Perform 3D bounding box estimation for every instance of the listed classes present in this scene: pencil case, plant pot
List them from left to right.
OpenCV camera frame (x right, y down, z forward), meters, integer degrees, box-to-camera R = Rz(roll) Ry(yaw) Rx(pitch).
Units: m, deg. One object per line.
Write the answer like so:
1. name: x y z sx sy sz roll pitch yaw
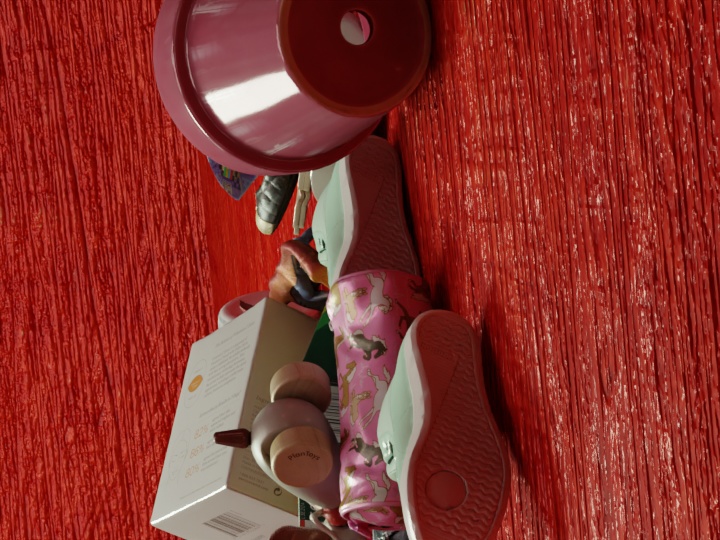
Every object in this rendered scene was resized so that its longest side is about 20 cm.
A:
1. plant pot: -0.041 -0.176 1.463 0.179 0.199 0.201 -179 83 -65
2. pencil case: 0.020 0.102 1.464 0.087 0.082 0.201 128 141 -62

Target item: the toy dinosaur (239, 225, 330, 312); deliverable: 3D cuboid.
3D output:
1. toy dinosaur: -0.053 0.014 1.770 0.105 0.200 0.181 64 -163 18

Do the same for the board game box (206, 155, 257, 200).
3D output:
1. board game box: -0.093 -0.168 1.801 0.200 0.039 0.159 -57 -39 -52

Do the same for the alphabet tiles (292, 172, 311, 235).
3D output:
1. alphabet tiles: -0.042 -0.138 1.796 0.196 0.015 0.200 99 180 -45

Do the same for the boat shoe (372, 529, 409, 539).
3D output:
1. boat shoe: 0.039 0.183 1.513 0.091 0.071 0.201 89 172 -51

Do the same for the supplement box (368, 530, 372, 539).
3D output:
1. supplement box: -0.045 0.187 1.946 0.200 0.103 0.102 -116 23 -60

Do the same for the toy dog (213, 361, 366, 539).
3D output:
1. toy dog: -0.057 0.175 1.521 0.132 0.096 0.201 -80 -20 -71

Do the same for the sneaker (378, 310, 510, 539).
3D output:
1. sneaker: 0.055 0.142 1.332 0.118 0.073 0.201 108 165 -51

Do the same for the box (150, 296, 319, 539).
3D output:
1. box: -0.101 0.152 1.800 0.152 0.106 0.201 -31 40 51

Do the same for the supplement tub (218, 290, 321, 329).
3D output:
1. supplement tub: -0.097 0.133 2.160 0.123 0.122 0.201 -121 26 -69

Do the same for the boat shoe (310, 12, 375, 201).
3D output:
1. boat shoe: -0.014 -0.148 1.657 0.069 0.072 0.201 -81 -15 -51

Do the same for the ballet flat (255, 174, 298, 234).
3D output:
1. ballet flat: -0.080 -0.124 1.769 0.067 0.057 0.201 -78 -3 -59

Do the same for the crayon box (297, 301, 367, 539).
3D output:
1. crayon box: -0.011 0.128 1.651 0.173 0.058 0.201 -70 -17 -56

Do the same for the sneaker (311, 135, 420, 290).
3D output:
1. sneaker: 0.000 0.000 1.606 0.118 0.073 0.201 124 149 -63
